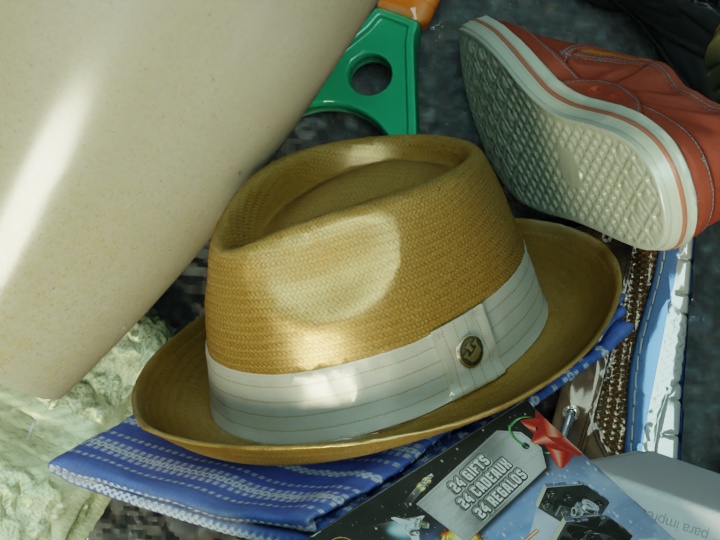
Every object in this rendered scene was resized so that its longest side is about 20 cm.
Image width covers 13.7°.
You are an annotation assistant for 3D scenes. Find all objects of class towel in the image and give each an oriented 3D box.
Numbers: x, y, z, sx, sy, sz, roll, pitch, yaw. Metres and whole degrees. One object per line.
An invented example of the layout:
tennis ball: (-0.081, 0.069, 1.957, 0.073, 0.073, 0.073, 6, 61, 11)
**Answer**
towel: (-0.188, 0.042, 1.242, 0.200, 0.036, 0.149, 26, 77, 2)
towel: (-0.005, 0.045, 1.173, 0.200, 0.145, 0.024, -31, 120, -40)

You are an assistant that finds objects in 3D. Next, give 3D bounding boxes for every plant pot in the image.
plant pot: (-0.118, -0.059, 1.179, 0.187, 0.187, 0.200, 25, 93, 2)

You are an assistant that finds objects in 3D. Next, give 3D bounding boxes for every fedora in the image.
fedora: (0.000, 0.000, 1.145, 0.200, 0.201, 0.082, -17, 112, -7)

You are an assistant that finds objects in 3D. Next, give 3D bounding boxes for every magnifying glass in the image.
magnifying glass: (0.008, -0.089, 1.285, 0.079, 0.022, 0.200, 21, 76, 15)

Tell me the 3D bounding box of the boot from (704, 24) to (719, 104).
boot: (0.240, -0.113, 1.249, 0.175, 0.066, 0.200, 43, 62, -27)

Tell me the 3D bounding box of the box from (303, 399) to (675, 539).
box: (0.037, 0.140, 1.051, 0.137, 0.040, 0.200, 44, 47, 20)

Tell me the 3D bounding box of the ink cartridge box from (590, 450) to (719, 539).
ink cartridge box: (0.134, 0.187, 1.156, 0.145, 0.084, 0.201, 17, 98, 25)

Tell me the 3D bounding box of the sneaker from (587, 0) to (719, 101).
sneaker: (0.149, -0.119, 1.270, 0.200, 0.091, 0.076, 36, 76, 3)

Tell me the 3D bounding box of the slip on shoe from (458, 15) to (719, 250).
slip on shoe: (0.097, -0.060, 1.216, 0.061, 0.200, 0.074, -20, 114, -20)

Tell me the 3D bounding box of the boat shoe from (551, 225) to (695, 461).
boat shoe: (0.101, 0.016, 1.248, 0.072, 0.072, 0.201, 4, 75, 4)
